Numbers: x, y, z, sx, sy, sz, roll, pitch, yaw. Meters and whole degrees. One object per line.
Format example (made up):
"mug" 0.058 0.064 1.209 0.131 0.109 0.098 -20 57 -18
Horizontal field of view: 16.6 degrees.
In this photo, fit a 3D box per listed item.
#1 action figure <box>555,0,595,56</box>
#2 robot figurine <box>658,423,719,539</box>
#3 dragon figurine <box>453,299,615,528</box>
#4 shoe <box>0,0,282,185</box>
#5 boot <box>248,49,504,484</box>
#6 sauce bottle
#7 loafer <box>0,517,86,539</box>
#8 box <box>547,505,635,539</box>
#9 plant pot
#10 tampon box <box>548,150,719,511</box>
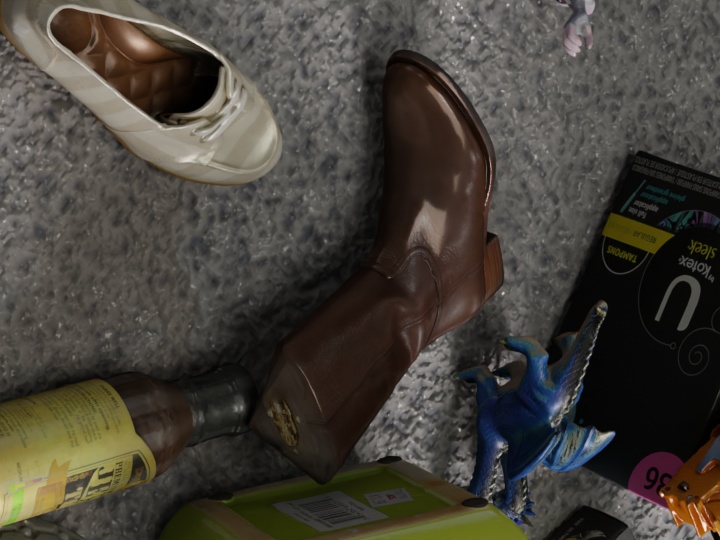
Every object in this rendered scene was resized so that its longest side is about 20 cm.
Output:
"action figure" 0.148 -0.220 1.422 0.134 0.200 0.149 -24 75 -40
"robot figurine" 0.270 0.113 1.472 0.200 0.058 0.146 -38 126 -21
"dragon figurine" 0.112 0.092 1.490 0.059 0.200 0.100 -2 67 -38
"shoe" -0.110 -0.098 1.317 0.200 0.053 0.070 32 84 -39
"boot" 0.000 0.000 1.400 0.200 0.064 0.187 -43 128 -34
"sauce bottle" -0.144 0.091 1.342 0.199 0.065 0.065 -14 112 -34
"loafer" -0.227 0.175 1.313 0.199 0.070 0.070 -1 136 -40
"box" 0.120 0.278 1.609 0.200 0.048 0.159 -39 123 -21
"plant pot" -0.006 0.216 1.388 0.198 0.200 0.183 -10 102 -21
"tampon box" 0.220 0.051 1.550 0.126 0.150 0.201 23 90 -40
